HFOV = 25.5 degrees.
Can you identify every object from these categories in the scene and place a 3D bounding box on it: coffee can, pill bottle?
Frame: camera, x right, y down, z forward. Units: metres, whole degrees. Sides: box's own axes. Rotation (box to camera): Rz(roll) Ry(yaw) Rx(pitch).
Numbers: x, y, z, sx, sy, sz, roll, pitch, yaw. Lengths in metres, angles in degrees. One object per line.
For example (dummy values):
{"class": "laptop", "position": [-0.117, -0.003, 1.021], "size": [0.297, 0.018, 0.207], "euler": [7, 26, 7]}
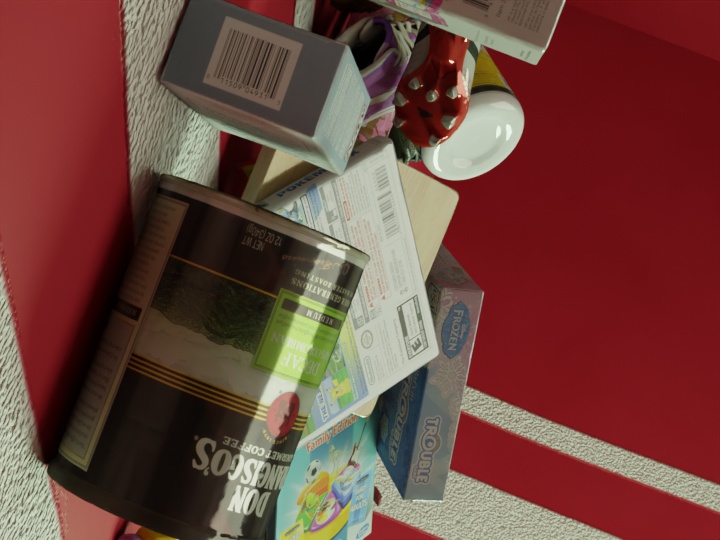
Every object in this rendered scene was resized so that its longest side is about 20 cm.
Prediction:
{"class": "coffee can", "position": [-0.095, 0.059, 1.009], "size": [0.146, 0.145, 0.202], "euler": [42, 69, -85]}
{"class": "pill bottle", "position": [0.077, -0.196, 1.604], "size": [0.113, 0.111, 0.201], "euler": [107, -34, -45]}

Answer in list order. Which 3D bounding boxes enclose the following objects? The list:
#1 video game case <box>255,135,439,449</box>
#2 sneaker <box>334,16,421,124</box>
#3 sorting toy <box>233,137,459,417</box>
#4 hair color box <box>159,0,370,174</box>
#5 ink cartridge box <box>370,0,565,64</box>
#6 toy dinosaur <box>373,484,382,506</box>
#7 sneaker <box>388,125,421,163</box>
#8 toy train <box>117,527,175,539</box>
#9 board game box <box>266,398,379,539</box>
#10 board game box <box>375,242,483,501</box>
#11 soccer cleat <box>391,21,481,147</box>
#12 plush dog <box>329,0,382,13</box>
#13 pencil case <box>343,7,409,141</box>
{"class": "video game case", "position": [-0.027, 0.023, 1.233], "size": [0.181, 0.022, 0.202], "euler": [-31, 123, -29]}
{"class": "sneaker", "position": [0.037, -0.194, 1.405], "size": [0.200, 0.073, 0.114], "euler": [-36, 168, -26]}
{"class": "sorting toy", "position": [-0.042, -0.009, 1.271], "size": [0.198, 0.069, 0.202], "euler": [24, 89, -42]}
{"class": "hair color box", "position": [-0.054, -0.114, 1.009], "size": [0.200, 0.098, 0.061], "euler": [40, 70, -85]}
{"class": "ink cartridge box", "position": [0.072, -0.264, 1.216], "size": [0.085, 0.198, 0.146], "euler": [-16, 128, -89]}
{"class": "toy dinosaur", "position": [-0.093, 0.171, 1.515], "size": [0.182, 0.198, 0.106], "euler": [56, 29, -72]}
{"class": "sneaker", "position": [0.045, -0.131, 1.662], "size": [0.077, 0.113, 0.201], "euler": [104, -11, -47]}
{"class": "toy train", "position": [-0.160, 0.261, 1.418], "size": [0.150, 0.055, 0.201], "euler": [-26, 144, -49]}
{"class": "board game box", "position": [-0.045, 0.177, 1.429], "size": [0.151, 0.047, 0.202], "euler": [-29, 131, -48]}
{"class": "board game box", "position": [0.048, 0.076, 1.460], "size": [0.199, 0.043, 0.202], "euler": [-127, -136, -65]}
{"class": "soccer cleat", "position": [0.076, -0.189, 1.349], "size": [0.085, 0.068, 0.201], "euler": [-52, 161, -41]}
{"class": "plush dog", "position": [0.054, -0.292, 1.358], "size": [0.171, 0.160, 0.201], "euler": [-26, 143, -46]}
{"class": "pencil case", "position": [-0.002, -0.164, 1.492], "size": [0.087, 0.082, 0.201], "euler": [94, 18, -62]}
